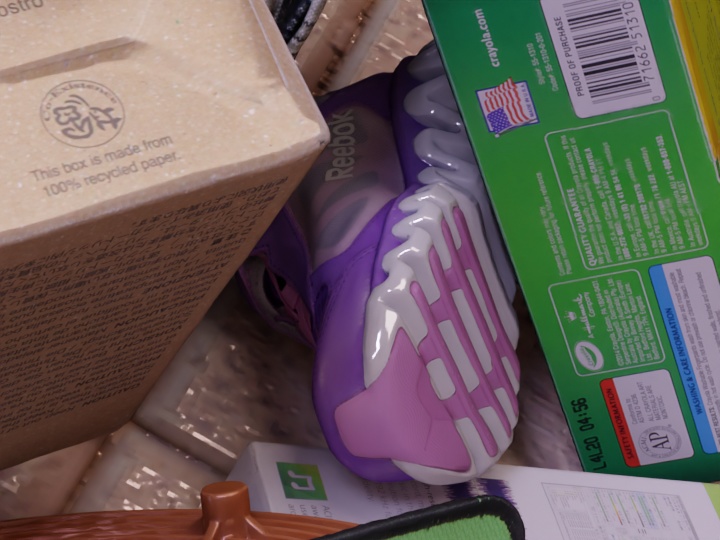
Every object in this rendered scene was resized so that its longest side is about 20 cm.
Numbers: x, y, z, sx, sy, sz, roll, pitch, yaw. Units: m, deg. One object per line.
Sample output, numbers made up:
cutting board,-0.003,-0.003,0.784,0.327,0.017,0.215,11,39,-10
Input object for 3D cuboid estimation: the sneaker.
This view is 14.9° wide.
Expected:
sneaker,0.000,0.000,0.823,0.088,0.081,0.201,-11,29,13

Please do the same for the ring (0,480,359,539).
ring,-0.071,0.079,0.637,0.199,0.019,0.200,-4,11,1

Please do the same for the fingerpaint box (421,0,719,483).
fingerpaint box,0.080,-0.060,0.856,0.073,0.201,0.167,-11,38,14

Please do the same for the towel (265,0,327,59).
towel,-0.030,-0.077,0.802,0.034,0.193,0.200,26,36,-5

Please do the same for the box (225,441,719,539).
box,0.067,0.120,0.772,0.199,0.036,0.145,7,43,-26

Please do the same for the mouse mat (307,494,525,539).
mouse mat,-0.031,0.151,0.555,0.160,0.201,0.008,-11,22,-41

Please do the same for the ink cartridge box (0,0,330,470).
ink cartridge box,-0.128,0.003,0.629,0.199,0.165,0.075,-18,73,-31
